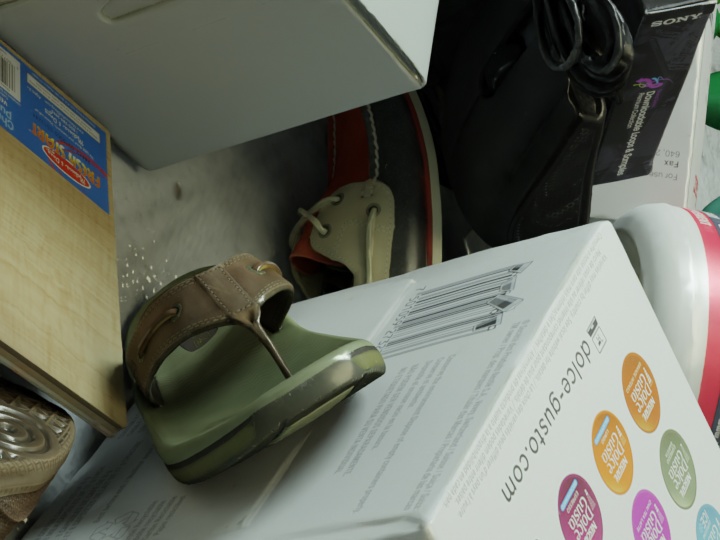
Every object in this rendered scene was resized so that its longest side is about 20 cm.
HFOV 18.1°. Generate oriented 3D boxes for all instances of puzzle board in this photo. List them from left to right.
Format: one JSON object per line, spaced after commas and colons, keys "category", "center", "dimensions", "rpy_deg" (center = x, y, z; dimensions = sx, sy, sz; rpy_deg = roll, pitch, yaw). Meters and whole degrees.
{"category": "puzzle board", "center": [-0.153, -0.045, 0.790], "dimensions": [0.200, 0.017, 0.151], "rpy_deg": [42, 29, -42]}

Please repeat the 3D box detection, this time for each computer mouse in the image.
{"category": "computer mouse", "center": [0.062, -0.074, 0.944], "dimensions": [0.200, 0.052, 0.139], "rpy_deg": [90, -16, -54]}

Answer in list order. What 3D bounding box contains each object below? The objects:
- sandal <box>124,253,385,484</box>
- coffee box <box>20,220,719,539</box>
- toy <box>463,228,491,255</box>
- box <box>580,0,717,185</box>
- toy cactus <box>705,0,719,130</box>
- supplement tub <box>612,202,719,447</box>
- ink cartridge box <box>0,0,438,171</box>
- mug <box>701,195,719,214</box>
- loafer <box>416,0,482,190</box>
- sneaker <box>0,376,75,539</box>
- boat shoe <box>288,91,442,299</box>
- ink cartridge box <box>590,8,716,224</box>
{"category": "sandal", "center": [-0.054, 0.025, 0.813], "dimensions": [0.080, 0.201, 0.058], "rpy_deg": [-31, 109, -12]}
{"category": "coffee box", "center": [0.019, 0.131, 0.836], "dimensions": [0.198, 0.199, 0.200], "rpy_deg": [62, 34, -19]}
{"category": "toy", "center": [0.066, 0.031, 1.075], "dimensions": [0.200, 0.047, 0.116], "rpy_deg": [-41, 114, -78]}
{"category": "box", "center": [0.089, -0.155, 0.944], "dimensions": [0.143, 0.036, 0.201], "rpy_deg": [98, -24, -64]}
{"category": "toy cactus", "center": [0.163, -0.125, 1.263], "dimensions": [0.200, 0.102, 0.165], "rpy_deg": [44, 75, -9]}
{"category": "supplement tub", "center": [0.199, 0.053, 1.001], "dimensions": [0.199, 0.140, 0.141], "rpy_deg": [10, 61, -11]}
{"category": "ink cartridge box", "center": [-0.056, -0.169, 0.901], "dimensions": [0.145, 0.145, 0.201], "rpy_deg": [45, 43, -40]}
{"category": "mug", "center": [0.241, 0.008, 1.280], "dimensions": [0.152, 0.114, 0.186], "rpy_deg": [-179, -104, -83]}
{"category": "loafer", "center": [0.045, -0.110, 1.029], "dimensions": [0.068, 0.070, 0.201], "rpy_deg": [-43, 148, -24]}
{"category": "sneaker", "center": [-0.156, 0.085, 0.725], "dimensions": [0.070, 0.076, 0.200], "rpy_deg": [28, 16, 8]}
{"category": "boat shoe", "center": [0.000, 0.000, 0.994], "dimensions": [0.062, 0.071, 0.201], "rpy_deg": [-1, 75, -16]}
{"category": "ink cartridge box", "center": [0.130, -0.120, 1.097], "dimensions": [0.146, 0.085, 0.201], "rpy_deg": [2, 95, -82]}
